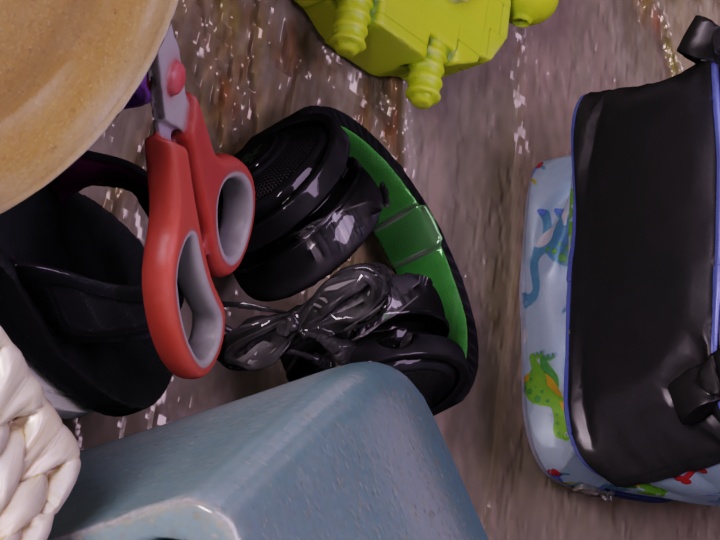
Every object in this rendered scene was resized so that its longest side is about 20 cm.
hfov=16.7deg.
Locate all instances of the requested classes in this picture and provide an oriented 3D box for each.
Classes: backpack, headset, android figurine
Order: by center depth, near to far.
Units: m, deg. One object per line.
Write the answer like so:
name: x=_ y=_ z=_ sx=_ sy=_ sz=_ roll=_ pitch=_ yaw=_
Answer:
headset: x=0.000 y=0.000 z=0.878 sx=0.124 sy=0.094 sz=0.200 roll=61 pitch=24 yaw=-2
android figurine: x=0.020 y=-0.163 z=1.010 sx=0.182 sy=0.041 sz=0.201 roll=34 pitch=54 yaw=-38
backpack: x=0.166 y=0.018 z=1.037 sx=0.199 sy=0.147 sz=0.184 roll=18 pitch=65 yaw=-40

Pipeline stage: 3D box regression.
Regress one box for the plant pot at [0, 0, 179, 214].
plant pot: x=-0.141 y=-0.102 z=0.624 sx=0.201 sy=0.199 sz=0.028 roll=57 pitch=7 yaw=-20

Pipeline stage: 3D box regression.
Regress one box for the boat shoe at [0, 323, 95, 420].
boat shoe: x=-0.148 y=0.014 z=0.752 sx=0.200 sy=0.062 sz=0.073 roll=26 pitch=41 yaw=-63

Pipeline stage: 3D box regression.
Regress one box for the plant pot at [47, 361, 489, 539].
plant pot: x=-0.043 y=0.132 z=0.747 sx=0.197 sy=0.195 sz=0.200 roll=65 pitch=28 yaw=-12

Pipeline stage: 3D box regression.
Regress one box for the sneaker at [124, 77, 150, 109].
sneaker: x=-0.148 y=-0.066 z=0.769 sx=0.199 sy=0.080 sz=0.089 roll=10 pitch=78 yaw=-42

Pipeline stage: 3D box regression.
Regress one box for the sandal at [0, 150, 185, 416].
sandal: x=-0.088 y=-0.009 z=0.760 sx=0.200 sy=0.048 sz=0.076 roll=49 pitch=30 yaw=-62

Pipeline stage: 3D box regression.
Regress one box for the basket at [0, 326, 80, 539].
basket: x=-0.185 y=0.055 z=0.599 sx=0.124 sy=0.199 sz=0.136 roll=55 pitch=45 yaw=-31

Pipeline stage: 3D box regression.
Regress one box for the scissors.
scissors: x=-0.056 y=-0.042 z=0.715 sx=0.200 sy=0.014 sz=0.073 roll=79 pitch=27 yaw=-56
